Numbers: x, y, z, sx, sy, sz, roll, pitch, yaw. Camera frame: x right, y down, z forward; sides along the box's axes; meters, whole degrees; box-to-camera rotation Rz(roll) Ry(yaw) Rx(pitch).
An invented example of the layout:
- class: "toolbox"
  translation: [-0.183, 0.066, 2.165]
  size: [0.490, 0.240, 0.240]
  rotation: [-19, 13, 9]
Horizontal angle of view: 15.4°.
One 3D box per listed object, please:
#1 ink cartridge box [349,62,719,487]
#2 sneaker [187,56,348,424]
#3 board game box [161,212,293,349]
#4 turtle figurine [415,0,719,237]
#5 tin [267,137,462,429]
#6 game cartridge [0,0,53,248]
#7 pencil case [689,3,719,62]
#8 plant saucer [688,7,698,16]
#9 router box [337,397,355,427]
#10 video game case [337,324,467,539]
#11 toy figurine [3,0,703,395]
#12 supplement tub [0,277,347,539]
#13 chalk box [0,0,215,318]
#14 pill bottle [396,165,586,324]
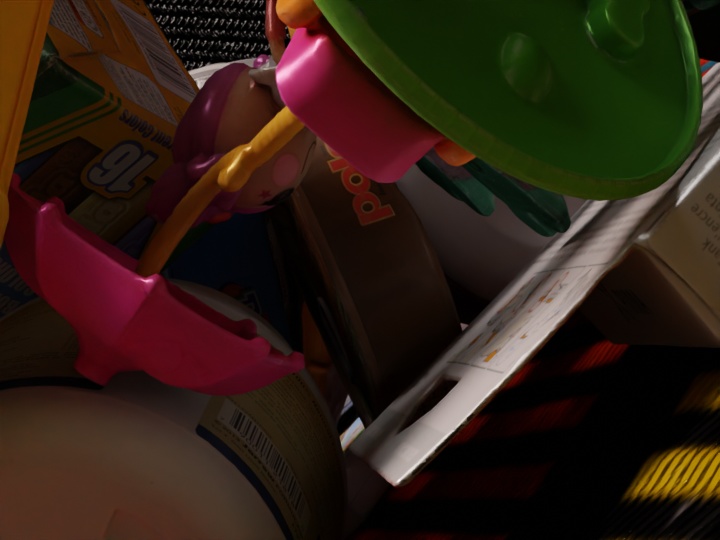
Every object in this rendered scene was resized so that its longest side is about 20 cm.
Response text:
- class: "ink cartridge box"
  translation: [0.076, 0.005, 0.748]
  size: [0.174, 0.044, 0.200]
  rotation: [-47, 2, -3]
- class: "sneaker"
  translation: [-0.040, 0.002, 1.086]
  size: [0.078, 0.077, 0.201]
  rotation: [-70, -18, -65]
- class: "board game box"
  translation: [-0.079, 0.063, 1.044]
  size: [0.045, 0.153, 0.200]
  rotation: [-9, -7, -26]
- class: "turtle figurine"
  translation: [0.091, -0.106, 0.814]
  size: [0.200, 0.101, 0.150]
  rotation: [-51, 2, -5]
- class: "tin"
  translation: [0.000, 0.000, 0.913]
  size: [0.042, 0.112, 0.200]
  rotation: [-21, -18, -3]
- class: "game cartridge"
  translation: [-0.145, -0.018, 0.776]
  size: [0.176, 0.032, 0.201]
  rotation: [-22, 53, 54]
- class: "pencil case"
  translation: [0.095, -0.135, 1.010]
  size: [0.085, 0.199, 0.093]
  rotation: [30, 108, 51]
- class: "plant saucer"
  translation: [0.158, -0.186, 0.887]
  size: [0.199, 0.037, 0.200]
  rotation: [-30, -29, 1]
- class: "router box"
  translation: [-0.007, 0.040, 1.293]
  size: [0.200, 0.049, 0.179]
  rotation: [-43, -5, 8]
- class: "video game case"
  translation: [-0.032, 0.114, 1.180]
  size: [0.200, 0.022, 0.182]
  rotation: [-45, 2, 33]
- class: "toy figurine"
  translation: [-0.019, -0.050, 0.730]
  size: [0.184, 0.150, 0.200]
  rotation: [-40, 18, 35]
- class: "supplement tub"
  translation: [-0.079, 0.084, 0.833]
  size: [0.144, 0.144, 0.200]
  rotation: [-46, 5, 13]
- class: "chalk box"
  translation: [-0.163, -0.027, 0.936]
  size: [0.200, 0.125, 0.124]
  rotation: [-41, -36, 12]
- class: "pill bottle"
  translation: [0.055, -0.035, 1.015]
  size: [0.112, 0.112, 0.200]
  rotation: [-46, 1, -7]
